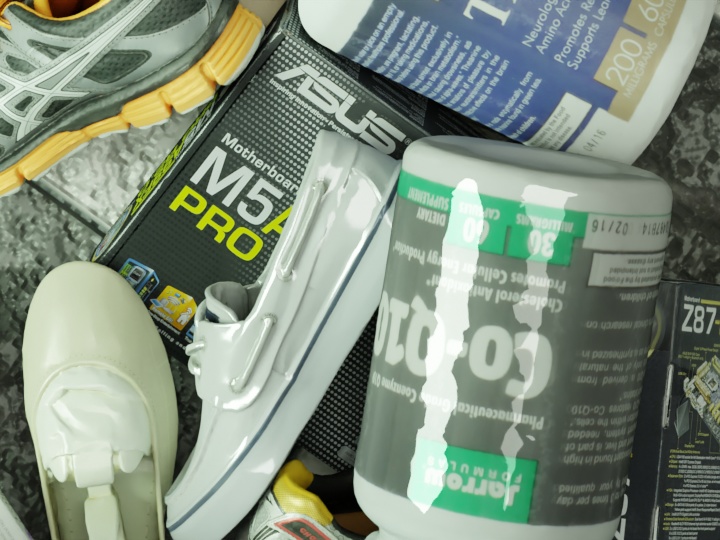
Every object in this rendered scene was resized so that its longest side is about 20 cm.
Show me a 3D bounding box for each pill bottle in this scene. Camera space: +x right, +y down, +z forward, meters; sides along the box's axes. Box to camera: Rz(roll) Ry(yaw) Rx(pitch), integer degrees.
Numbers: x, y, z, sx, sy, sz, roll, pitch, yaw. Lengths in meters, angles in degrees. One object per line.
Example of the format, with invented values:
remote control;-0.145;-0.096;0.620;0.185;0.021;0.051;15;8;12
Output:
pill bottle;0.043;-0.128;1.231;0.199;0.111;0.112;25;87;-8
pill bottle;0.058;0.053;1.186;0.112;0.113;0.201;7;98;-8

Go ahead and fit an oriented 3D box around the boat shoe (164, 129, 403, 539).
boat shoe;-0.042;0.029;1.261;0.065;0.074;0.201;29;103;-7

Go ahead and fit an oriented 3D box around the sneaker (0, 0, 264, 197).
sneaker;-0.139;-0.091;1.273;0.199;0.078;0.077;-24;118;23

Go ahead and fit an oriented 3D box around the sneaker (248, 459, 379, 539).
sneaker;0.046;0.116;1.282;0.199;0.078;0.083;-4;123;-22

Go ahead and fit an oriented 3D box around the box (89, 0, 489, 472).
box;0.000;0.000;1.301;0.200;0.044;0.160;36;114;-12

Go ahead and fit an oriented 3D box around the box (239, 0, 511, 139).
box;0.012;-0.132;1.323;0.199;0.078;0.096;19;89;-8

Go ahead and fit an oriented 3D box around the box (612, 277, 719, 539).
box;0.166;0.088;1.302;0.049;0.199;0.162;8;92;37

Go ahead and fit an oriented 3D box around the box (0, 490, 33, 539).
box;-0.207;0.062;1.290;0.041;0.039;0.200;-35;80;-5

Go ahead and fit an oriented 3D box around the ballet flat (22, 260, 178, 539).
ballet flat;-0.112;0.098;1.288;0.069;0.070;0.201;-9;110;-8
